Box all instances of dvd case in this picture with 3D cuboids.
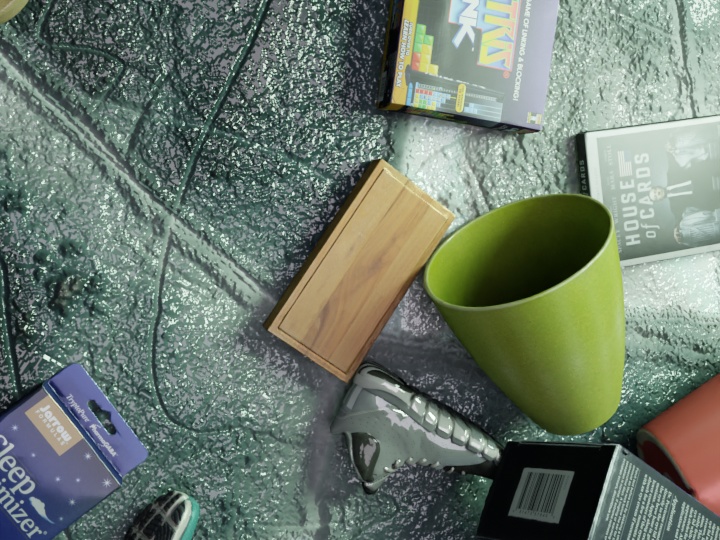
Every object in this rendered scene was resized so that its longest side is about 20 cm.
[{"bbox_3d":[0.337,-0.088,0.942,0.198,0.025,0.152,-9,96,-15],"label":"dvd case"}]

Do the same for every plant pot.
[{"bbox_3d":[0.184,0.058,0.847,0.186,0.187,0.201,-32,117,-11],"label":"plant pot"},{"bbox_3d":[0.406,0.200,0.906,0.176,0.200,0.202,-22,99,-2],"label":"plant pot"}]

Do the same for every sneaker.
[{"bbox_3d":[0.056,0.188,0.867,0.199,0.075,0.116,33,91,-6],"label":"sneaker"},{"bbox_3d":[-0.192,0.305,0.812,0.079,0.077,0.202,16,95,-35],"label":"sneaker"}]

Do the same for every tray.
[{"bbox_3d":[0.000,0.000,0.850,0.098,0.037,0.201,35,85,-15],"label":"tray"}]

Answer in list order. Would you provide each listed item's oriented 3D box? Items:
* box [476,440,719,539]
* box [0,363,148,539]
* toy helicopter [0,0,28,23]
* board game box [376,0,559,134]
[{"bbox_3d":[0.237,0.251,0.802,0.199,0.148,0.105,35,65,-23],"label":"box"},{"bbox_3d":[-0.309,0.190,0.782,0.199,0.032,0.122,-37,102,-11],"label":"box"},{"bbox_3d":[-0.365,-0.291,0.723,0.132,0.079,0.200,-42,92,0],"label":"toy helicopter"},{"bbox_3d":[0.111,-0.249,0.853,0.164,0.057,0.202,6,92,-14],"label":"board game box"}]
